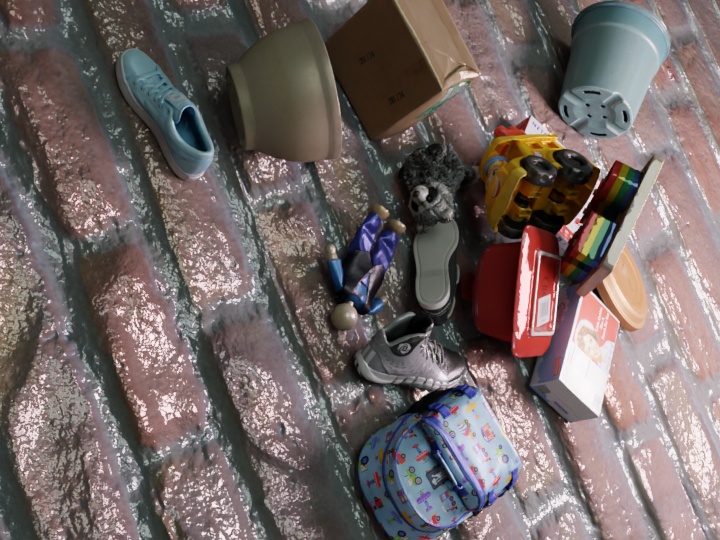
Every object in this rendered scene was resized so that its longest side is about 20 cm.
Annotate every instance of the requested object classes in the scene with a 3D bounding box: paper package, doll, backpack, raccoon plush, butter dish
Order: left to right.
[{"bbox_3d":[0.000,0.000,1.435,0.136,0.048,0.202,39,59,-29],"label":"doll"},{"bbox_3d":[0.061,-0.333,1.520,0.103,0.199,0.193,-29,90,-39],"label":"paper package"},{"bbox_3d":[0.103,0.278,1.344,0.198,0.134,0.185,-26,87,-37],"label":"backpack"},{"bbox_3d":[0.150,-0.124,1.557,0.197,0.097,0.136,0,66,-35],"label":"raccoon plush"},{"bbox_3d":[0.231,0.031,1.537,0.199,0.145,0.204,6,89,-63],"label":"butter dish"}]

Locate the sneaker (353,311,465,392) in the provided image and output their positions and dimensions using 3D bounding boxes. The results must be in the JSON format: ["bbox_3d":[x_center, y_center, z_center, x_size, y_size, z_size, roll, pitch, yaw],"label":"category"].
[{"bbox_3d":[0.096,0.115,1.406,0.197,0.116,0.076,4,43,-35],"label":"sneaker"}]

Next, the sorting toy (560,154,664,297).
[{"bbox_3d":[0.393,-0.078,1.547,0.069,0.200,0.201,27,79,7],"label":"sorting toy"}]

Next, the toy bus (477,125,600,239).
[{"bbox_3d":[0.265,-0.165,1.587,0.197,0.137,0.193,-9,49,-37],"label":"toy bus"}]

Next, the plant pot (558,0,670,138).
[{"bbox_3d":[0.481,-0.379,1.864,0.199,0.199,0.198,34,62,-20],"label":"plant pot"}]

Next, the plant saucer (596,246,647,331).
[{"bbox_3d":[0.473,0.011,1.751,0.199,0.032,0.203,35,43,-40],"label":"plant saucer"}]

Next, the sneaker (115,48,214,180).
[{"bbox_3d":[-0.259,-0.227,1.316,0.074,0.082,0.202,-37,95,-41],"label":"sneaker"}]

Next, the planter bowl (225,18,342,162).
[{"bbox_3d":[-0.118,-0.246,1.376,0.132,0.200,0.204,-14,78,-11],"label":"planter bowl"}]

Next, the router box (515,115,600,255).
[{"bbox_3d":[0.338,-0.151,1.746,0.199,0.049,0.181,39,53,-17],"label":"router box"}]

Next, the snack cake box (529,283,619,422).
[{"bbox_3d":[0.366,0.139,1.629,0.115,0.067,0.202,41,53,-23],"label":"snack cake box"}]

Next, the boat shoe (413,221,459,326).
[{"bbox_3d":[0.124,-0.003,1.520,0.061,0.072,0.202,72,16,-45],"label":"boat shoe"}]
